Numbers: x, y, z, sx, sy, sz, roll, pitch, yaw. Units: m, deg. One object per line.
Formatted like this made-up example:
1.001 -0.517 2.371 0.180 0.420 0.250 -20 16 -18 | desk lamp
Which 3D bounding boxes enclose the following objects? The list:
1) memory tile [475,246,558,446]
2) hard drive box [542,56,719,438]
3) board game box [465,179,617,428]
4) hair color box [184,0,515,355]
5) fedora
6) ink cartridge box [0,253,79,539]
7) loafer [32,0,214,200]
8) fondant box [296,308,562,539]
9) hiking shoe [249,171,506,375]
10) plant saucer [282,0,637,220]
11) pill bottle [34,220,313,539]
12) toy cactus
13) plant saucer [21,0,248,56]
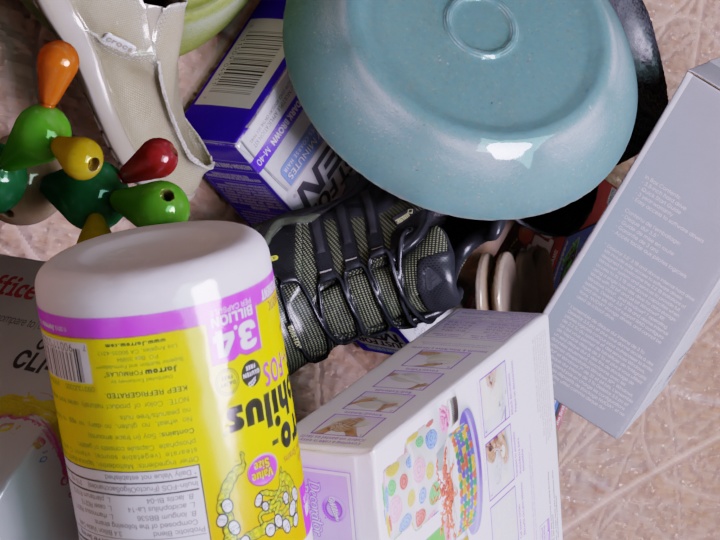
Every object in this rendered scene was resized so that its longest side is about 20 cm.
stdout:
0.094 0.087 1.347 0.153 0.017 0.200 -12 101 -73 | memory tile
0.182 -0.017 1.320 0.200 0.077 0.156 -60 170 14 | hard drive box
0.108 0.028 1.429 0.103 0.019 0.200 29 77 -41 | board game box
-0.005 -0.051 1.281 0.200 0.065 0.109 49 64 -38 | hair color box
0.118 -0.120 1.326 0.200 0.091 0.201 30 53 -48 | fedora
-0.156 0.113 1.108 0.200 0.145 0.145 -56 128 -23 | ink cartridge box
-0.113 -0.116 1.127 0.068 0.076 0.200 -26 129 2 | loafer
0.034 0.117 1.133 0.200 0.058 0.145 -33 123 -57 | fondant box
0.000 0.000 1.184 0.200 0.101 0.076 -41 122 -27 | hiking shoe
0.059 -0.122 1.208 0.200 0.036 0.200 8 60 -13 | plant saucer
-0.078 0.085 1.006 0.104 0.104 0.200 -21 109 -39 | pill bottle
-0.174 -0.053 1.082 0.165 0.200 0.102 -8 98 -83 | toy cactus
-0.106 -0.207 1.184 0.200 0.031 0.200 -8 101 -43 | plant saucer
